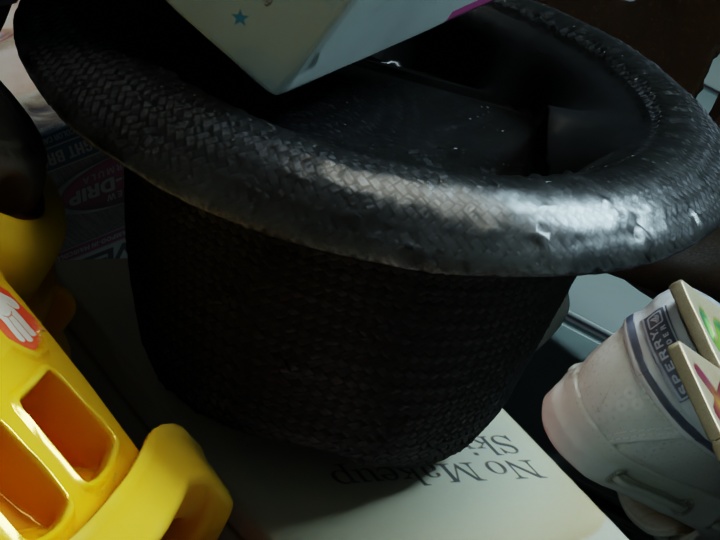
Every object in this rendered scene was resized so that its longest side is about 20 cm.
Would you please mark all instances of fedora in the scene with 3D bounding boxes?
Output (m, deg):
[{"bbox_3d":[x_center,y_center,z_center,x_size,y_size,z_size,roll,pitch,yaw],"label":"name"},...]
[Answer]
[{"bbox_3d":[-0.003,-0.013,0.692,0.200,0.092,0.201,13,21,-5],"label":"fedora"}]

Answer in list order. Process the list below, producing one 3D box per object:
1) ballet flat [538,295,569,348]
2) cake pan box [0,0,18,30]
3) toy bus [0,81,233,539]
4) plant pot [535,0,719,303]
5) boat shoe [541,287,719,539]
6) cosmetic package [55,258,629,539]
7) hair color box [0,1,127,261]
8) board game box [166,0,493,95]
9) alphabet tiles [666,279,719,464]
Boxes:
[{"bbox_3d":[-0.022,0.015,0.903,0.200,0.070,0.069,14,22,-23],"label":"ballet flat"},{"bbox_3d":[-0.165,-0.043,0.649,0.052,0.184,0.200,49,25,11],"label":"cake pan box"},{"bbox_3d":[-0.092,0.055,0.608,0.192,0.136,0.200,40,16,-1],"label":"toy bus"},{"bbox_3d":[0.114,-0.074,0.956,0.200,0.200,0.198,38,17,30],"label":"plant pot"},{"bbox_3d":[0.118,0.060,0.933,0.200,0.070,0.071,23,38,-61],"label":"boat shoe"},{"bbox_3d":[-0.004,0.074,0.707,0.103,0.073,0.200,-2,29,-33],"label":"cosmetic package"},{"bbox_3d":[-0.129,-0.055,0.857,0.100,0.061,0.200,-22,34,-8],"label":"hair color box"},{"bbox_3d":[-0.046,-0.141,0.677,0.200,0.064,0.148,42,26,9],"label":"board game box"},{"bbox_3d":[0.155,0.090,0.853,0.200,0.006,0.167,31,31,-54],"label":"alphabet tiles"}]
